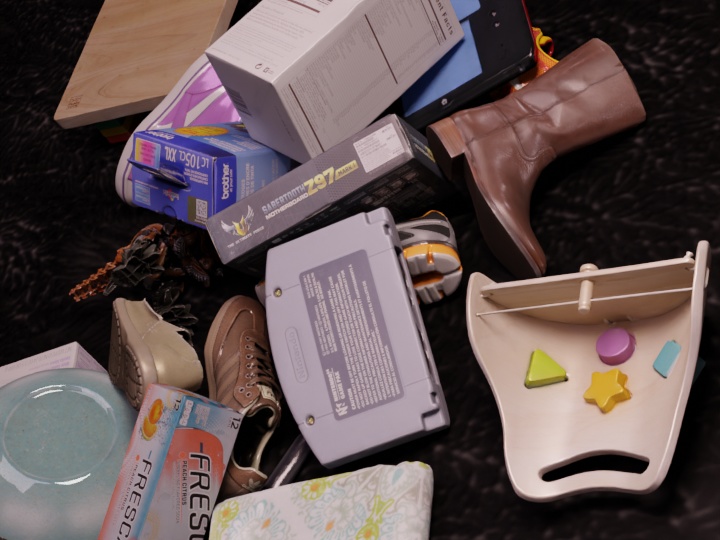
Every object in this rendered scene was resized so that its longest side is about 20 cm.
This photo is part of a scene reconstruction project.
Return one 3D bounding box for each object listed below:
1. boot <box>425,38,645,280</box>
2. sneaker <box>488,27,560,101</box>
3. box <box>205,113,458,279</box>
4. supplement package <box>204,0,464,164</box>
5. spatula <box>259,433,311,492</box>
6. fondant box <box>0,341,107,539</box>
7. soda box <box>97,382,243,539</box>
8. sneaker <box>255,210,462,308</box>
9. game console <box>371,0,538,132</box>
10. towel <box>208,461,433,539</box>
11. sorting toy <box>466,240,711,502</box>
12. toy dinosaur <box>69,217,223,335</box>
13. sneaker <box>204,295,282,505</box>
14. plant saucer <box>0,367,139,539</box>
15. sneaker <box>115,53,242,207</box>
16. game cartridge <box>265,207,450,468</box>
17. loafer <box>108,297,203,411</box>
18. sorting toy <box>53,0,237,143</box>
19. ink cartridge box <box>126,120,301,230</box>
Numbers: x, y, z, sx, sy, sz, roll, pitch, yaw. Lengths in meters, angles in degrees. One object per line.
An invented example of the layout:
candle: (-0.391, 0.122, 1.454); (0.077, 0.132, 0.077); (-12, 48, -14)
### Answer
boot: (0.185, -0.101, 1.462); (0.199, 0.064, 0.187); (-25, 70, -13)
sneaker: (0.141, -0.210, 1.600); (0.077, 0.073, 0.200); (-23, 45, -12)
box: (-0.023, -0.059, 1.504); (0.199, 0.158, 0.051); (-28, 73, 13)
supplement package: (-0.021, -0.208, 1.513); (0.200, 0.114, 0.109); (-43, 43, -17)
spatula: (-0.039, 0.130, 1.443); (0.056, 0.021, 0.201); (23, 73, 24)
fondant box: (-0.328, 0.179, 1.588); (0.143, 0.058, 0.201); (-18, 46, 22)
soda box: (-0.168, 0.200, 1.389); (0.068, 0.063, 0.202); (12, 84, 54)
sneaker: (0.000, 0.000, 1.501); (0.198, 0.079, 0.078); (-11, 43, 17)
game console: (0.069, -0.218, 1.577); (0.199, 0.031, 0.178); (-29, 48, 24)
towel: (-0.038, 0.244, 1.317); (0.199, 0.048, 0.172); (-14, 49, 22)
sorting toy: (0.182, 0.089, 1.270); (0.199, 0.107, 0.181); (-8, 57, 30)
toy dinosaur: (-0.195, -0.004, 1.653); (0.200, 0.102, 0.136); (-41, 21, 26)
sneaker: (-0.096, 0.112, 1.468); (0.075, 0.070, 0.201); (-15, 56, 36)
plant saucer: (-0.273, 0.158, 1.506); (0.199, 0.039, 0.202); (2, 50, -2)
sneaker: (-0.174, -0.121, 1.723); (0.201, 0.072, 0.114); (-51, 62, 24)
game cartridge: (-0.010, 0.060, 1.416); (0.132, 0.041, 0.201); (-22, 71, 20)
loafer: (-0.190, 0.079, 1.518); (0.068, 0.076, 0.200); (2, 18, -17)
sorting toy: (-0.223, -0.240, 1.880); (0.199, 0.070, 0.200); (-9, 49, 31)
ink cartridge box: (-0.128, -0.092, 1.585); (0.199, 0.077, 0.136); (-13, 22, -41)
